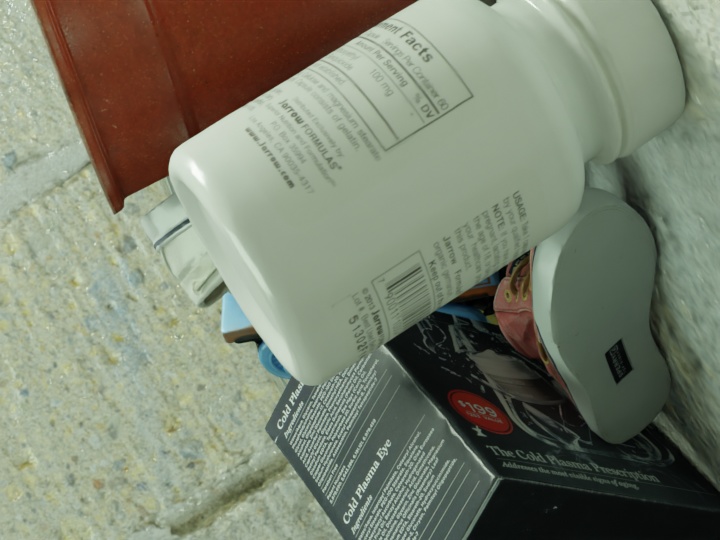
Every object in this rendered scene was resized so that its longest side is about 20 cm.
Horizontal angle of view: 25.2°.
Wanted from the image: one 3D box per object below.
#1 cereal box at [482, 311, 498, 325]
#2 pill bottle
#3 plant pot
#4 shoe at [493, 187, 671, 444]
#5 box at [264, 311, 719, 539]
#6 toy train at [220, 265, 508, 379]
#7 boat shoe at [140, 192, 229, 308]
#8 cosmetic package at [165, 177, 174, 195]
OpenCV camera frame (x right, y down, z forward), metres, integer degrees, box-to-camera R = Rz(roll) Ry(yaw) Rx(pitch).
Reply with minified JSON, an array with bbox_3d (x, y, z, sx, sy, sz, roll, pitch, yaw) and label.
[{"bbox_3d":[0.104,0.101,1.229,0.144,0.039,0.201,48,165,42],"label":"cereal box"},{"bbox_3d":[0.031,-0.050,0.676,0.115,0.199,0.114,55,170,15],"label":"pill bottle"},{"bbox_3d":[-0.066,-0.155,0.798,0.201,0.194,0.202,160,90,-84],"label":"plant pot"},{"bbox_3d":[0.106,0.010,0.854,0.091,0.071,0.201,44,168,36],"label":"shoe"},{"bbox_3d":[0.079,0.115,0.925,0.199,0.105,0.182,14,-158,-39],"label":"box"},{"bbox_3d":[0.000,0.000,1.026,0.115,0.198,0.087,71,-167,-45],"label":"toy train"},{"bbox_3d":[-0.029,-0.037,0.798,0.199,0.071,0.070,-30,88,37],"label":"boat shoe"},{"bbox_3d":[-0.085,-0.153,1.028,0.200,0.122,0.201,81,175,-69],"label":"cosmetic package"}]
